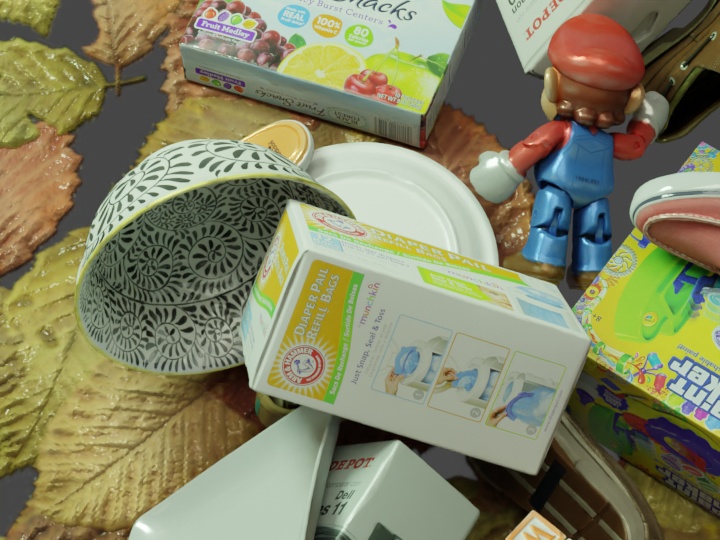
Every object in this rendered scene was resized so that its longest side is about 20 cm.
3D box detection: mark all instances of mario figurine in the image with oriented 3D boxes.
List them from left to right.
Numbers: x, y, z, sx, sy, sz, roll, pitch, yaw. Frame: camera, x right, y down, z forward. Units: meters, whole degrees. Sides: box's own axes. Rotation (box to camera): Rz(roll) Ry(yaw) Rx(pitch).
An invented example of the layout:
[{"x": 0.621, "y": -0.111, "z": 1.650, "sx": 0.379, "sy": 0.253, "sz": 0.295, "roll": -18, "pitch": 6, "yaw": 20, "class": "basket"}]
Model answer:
[{"x": 0.154, "y": -0.087, "z": 1.722, "sx": 0.106, "sy": 0.123, "sz": 0.200, "roll": 9, "pitch": 89, "yaw": 31, "class": "mario figurine"}]

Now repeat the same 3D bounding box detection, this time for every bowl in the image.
[{"x": -0.107, "y": -0.027, "z": 1.624, "sx": 0.201, "sy": 0.201, "sz": 0.094, "roll": -16, "pitch": 52, "yaw": -8, "class": "bowl"}]

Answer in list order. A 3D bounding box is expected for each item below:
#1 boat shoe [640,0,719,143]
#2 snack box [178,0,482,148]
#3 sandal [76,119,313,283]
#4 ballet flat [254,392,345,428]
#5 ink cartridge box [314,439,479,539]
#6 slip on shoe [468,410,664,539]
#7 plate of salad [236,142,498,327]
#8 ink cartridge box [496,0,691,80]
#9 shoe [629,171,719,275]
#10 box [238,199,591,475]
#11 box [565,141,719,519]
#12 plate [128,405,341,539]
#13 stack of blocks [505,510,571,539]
[{"x": 0.280, "y": -0.165, "z": 1.742, "sx": 0.072, "sy": 0.200, "sz": 0.068, "roll": 13, "pitch": 51, "yaw": -32, "class": "boat shoe"}, {"x": -0.021, "y": -0.188, "z": 1.825, "sx": 0.200, "sy": 0.053, "sz": 0.142, "roll": 17, "pitch": 60, "yaw": 11, "class": "snack box"}, {"x": -0.131, "y": -0.055, "z": 1.718, "sx": 0.207, "sy": 0.059, "sz": 0.079, "roll": -37, "pitch": 49, "yaw": 1, "class": "sandal"}, {"x": 0.020, "y": 0.059, "z": 1.630, "sx": 0.200, "sy": 0.063, "sz": 0.069, "roll": -27, "pitch": 69, "yaw": -2, "class": "ballet flat"}, {"x": -0.033, "y": 0.212, "z": 1.535, "sx": 0.083, "sy": 0.147, "sz": 0.200, "roll": 44, "pitch": 63, "yaw": -19, "class": "ink cartridge box"}, {"x": 0.138, "y": 0.133, "z": 1.636, "sx": 0.061, "sy": 0.076, "sz": 0.200, "roll": 7, "pitch": 31, "yaw": -48, "class": "slip on shoe"}, {"x": 0.000, "y": 0.000, "z": 1.717, "sx": 0.200, "sy": 0.048, "sz": 0.200, "roll": 0, "pitch": 65, "yaw": 1, "class": "plate of salad"}, {"x": 0.164, "y": -0.258, "z": 1.796, "sx": 0.085, "sy": 0.146, "sz": 0.200, "roll": 7, "pitch": 49, "yaw": -37, "class": "ink cartridge box"}, {"x": 0.272, "y": 0.000, "z": 1.558, "sx": 0.200, "sy": 0.071, "sz": 0.091, "roll": 12, "pitch": 56, "yaw": 4, "class": "shoe"}, {"x": 0.031, "y": 0.042, "z": 1.540, "sx": 0.200, "sy": 0.101, "sz": 0.112, "roll": 18, "pitch": 15, "yaw": -14, "class": "box"}, {"x": 0.265, "y": 0.055, "z": 1.640, "sx": 0.200, "sy": 0.122, "sz": 0.193, "roll": 31, "pitch": 66, "yaw": 18, "class": "box"}, {"x": -0.089, "y": 0.185, "z": 1.528, "sx": 0.032, "sy": 0.200, "sz": 0.200, "roll": 44, "pitch": 28, "yaw": -18, "class": "plate"}, {"x": 0.067, "y": 0.262, "z": 1.528, "sx": 0.059, "sy": 0.115, "sz": 0.200, "roll": 38, "pitch": 68, "yaw": 21, "class": "stack of blocks"}]
